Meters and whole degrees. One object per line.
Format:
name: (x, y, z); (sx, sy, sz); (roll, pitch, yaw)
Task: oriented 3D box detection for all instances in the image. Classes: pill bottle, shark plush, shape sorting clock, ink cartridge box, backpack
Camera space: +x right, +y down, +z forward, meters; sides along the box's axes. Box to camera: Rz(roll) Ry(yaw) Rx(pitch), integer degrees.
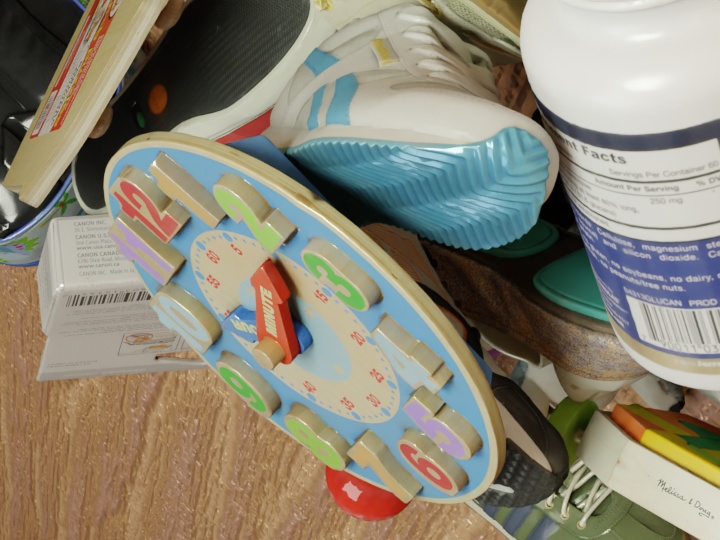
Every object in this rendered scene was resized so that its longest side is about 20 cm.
pill bottle: (0.121, -0.062, 0.804); (0.111, 0.111, 0.201); (28, 151, 44)
shark plush: (0.086, 0.006, 1.070); (0.084, 0.090, 0.201); (-108, -7, -46)
shape sorting clock: (-0.026, 0.023, 0.887); (0.200, 0.039, 0.201); (36, 154, 21)
ink cartridge box: (-0.081, 0.011, 1.243); (0.176, 0.198, 0.045); (125, 139, -68)
backpack: (-0.221, -0.103, 1.358); (0.200, 0.183, 0.147); (37, 180, 21)

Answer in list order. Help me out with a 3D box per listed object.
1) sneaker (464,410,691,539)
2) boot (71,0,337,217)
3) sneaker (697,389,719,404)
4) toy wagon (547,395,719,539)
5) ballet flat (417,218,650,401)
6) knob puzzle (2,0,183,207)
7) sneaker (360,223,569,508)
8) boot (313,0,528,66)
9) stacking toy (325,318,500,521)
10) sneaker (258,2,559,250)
sneaker: (0.096, 0.112, 1.223); (0.200, 0.067, 0.090); (29, 157, 50)
boot: (-0.042, -0.089, 1.171); (0.200, 0.144, 0.073); (-39, 59, 38)
sneaker: (0.181, 0.056, 0.919); (0.075, 0.088, 0.200); (57, 159, -23)
toy wagon: (0.174, 0.103, 0.989); (0.155, 0.040, 0.200); (29, -172, 28)
ballet flat: (0.088, 0.016, 0.964); (0.200, 0.068, 0.068); (31, 136, 53)
knob puzzle: (-0.114, -0.118, 1.101); (0.030, 0.221, 0.219); (27, 165, -15)
sneaker: (0.018, 0.018, 0.957); (0.200, 0.080, 0.074); (42, 145, 8)
boot: (0.013, -0.142, 0.903); (0.200, 0.072, 0.154); (36, 169, -25)
stacking toy: (0.024, 0.068, 1.200); (0.085, 0.085, 0.201); (41, 141, 22)
sneaker: (0.018, -0.061, 0.848); (0.076, 0.081, 0.200); (35, 172, -24)
